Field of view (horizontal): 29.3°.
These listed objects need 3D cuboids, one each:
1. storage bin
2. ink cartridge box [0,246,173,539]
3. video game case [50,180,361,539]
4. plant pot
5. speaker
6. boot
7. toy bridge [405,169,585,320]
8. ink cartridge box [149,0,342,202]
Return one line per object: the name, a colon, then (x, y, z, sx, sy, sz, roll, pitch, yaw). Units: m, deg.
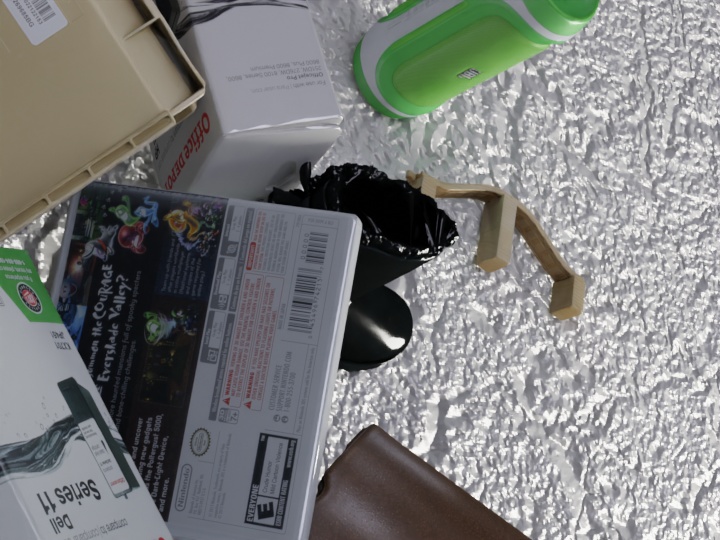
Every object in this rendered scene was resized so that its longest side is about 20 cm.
storage bin: (-0.221, -0.124, 0.771, 0.198, 0.094, 0.201, -35, 100, -10)
ink cartridge box: (-0.181, 0.092, 0.673, 0.201, 0.083, 0.147, 61, 9, 8)
video game case: (-0.103, 0.054, 0.811, 0.023, 0.180, 0.202, 49, 50, -75)
plant pot: (0.034, 0.214, 0.854, 0.198, 0.201, 0.200, 41, 49, 8)
speaker: (0.083, -0.183, 1.042, 0.088, 0.199, 0.089, 15, 66, -36)
boot: (0.000, -0.001, 0.931, 0.197, 0.162, 0.074, 18, 56, -36)
toy bridge: (0.111, -0.032, 1.133, 0.199, 0.027, 0.068, 31, 55, -29)
ink cartridge box: (-0.095, -0.149, 0.889, 0.083, 0.145, 0.202, -10, 73, -24)
